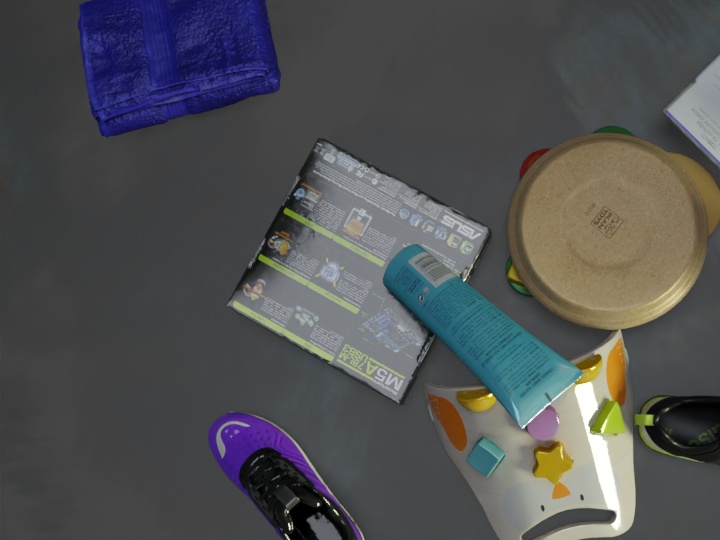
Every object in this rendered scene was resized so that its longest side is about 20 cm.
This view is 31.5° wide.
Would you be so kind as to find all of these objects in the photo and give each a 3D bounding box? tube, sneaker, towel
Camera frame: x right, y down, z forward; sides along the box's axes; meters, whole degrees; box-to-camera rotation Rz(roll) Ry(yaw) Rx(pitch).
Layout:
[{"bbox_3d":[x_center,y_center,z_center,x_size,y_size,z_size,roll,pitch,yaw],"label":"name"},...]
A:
[{"bbox_3d":[0.103,0.053,1.154,0.077,0.051,0.200,-40,60,-13],"label":"tube"},{"bbox_3d":[0.351,0.152,1.170,0.197,0.083,0.073,1,82,6],"label":"sneaker"},{"bbox_3d":[-0.189,-0.231,1.305,0.198,0.050,0.149,-14,81,4],"label":"towel"},{"bbox_3d":[-0.069,0.207,1.198,0.070,0.100,0.200,-45,80,-4],"label":"sneaker"}]

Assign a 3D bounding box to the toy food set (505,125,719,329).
[{"bbox_3d":[0.235,-0.042,1.227,0.196,0.049,0.202,23,80,11],"label":"toy food set"}]

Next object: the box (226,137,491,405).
[{"bbox_3d":[0.000,0.000,1.252,0.199,0.048,0.195,28,87,9],"label":"box"}]

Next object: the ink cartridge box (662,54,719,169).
[{"bbox_3d":[0.427,-0.150,1.229,0.200,0.047,0.198,-44,82,0],"label":"ink cartridge box"}]

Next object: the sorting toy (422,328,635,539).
[{"bbox_3d":[0.177,0.172,1.192,0.198,0.107,0.182,-16,98,3],"label":"sorting toy"}]
